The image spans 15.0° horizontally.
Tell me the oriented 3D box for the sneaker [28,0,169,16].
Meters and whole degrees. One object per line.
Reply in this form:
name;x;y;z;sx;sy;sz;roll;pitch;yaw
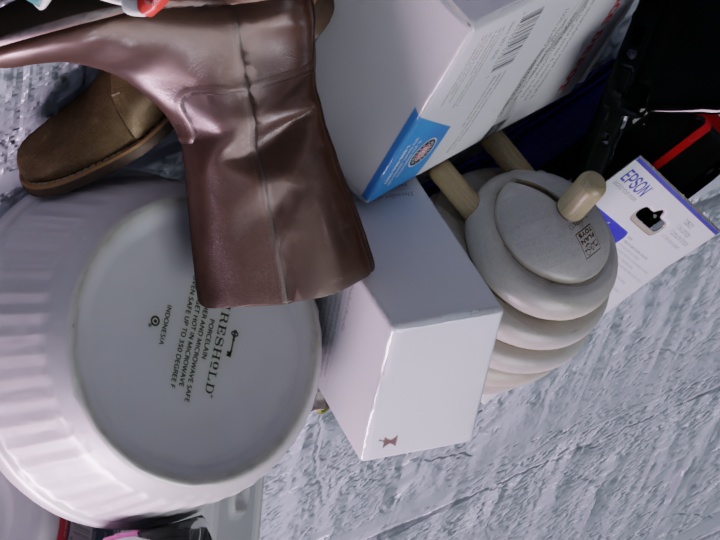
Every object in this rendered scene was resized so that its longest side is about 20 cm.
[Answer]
sneaker;-0.100;-0.161;1.337;0.199;0.093;0.070;-9;145;-41

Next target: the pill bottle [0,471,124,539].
pill bottle;-0.189;0.171;1.630;0.119;0.120;0.200;-37;151;8

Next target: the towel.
towel;0.108;-0.058;1.817;0.200;0.050;0.148;-31;161;-6

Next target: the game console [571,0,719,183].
game console;0.218;-0.141;1.598;0.176;0.116;0.200;104;9;-59

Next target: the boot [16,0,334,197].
boot;-0.116;-0.115;1.460;0.200;0.074;0.075;-34;123;16

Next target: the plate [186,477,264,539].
plate;-0.087;0.124;1.702;0.032;0.200;0.200;5;177;9

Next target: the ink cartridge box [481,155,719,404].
ink cartridge box;0.118;-0.001;1.759;0.200;0.047;0.198;-40;156;8

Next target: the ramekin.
ramekin;-0.112;0.040;1.485;0.202;0.203;0.094;-15;-177;-33

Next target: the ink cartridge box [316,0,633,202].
ink cartridge box;0.066;-0.142;1.524;0.200;0.084;0.145;-29;159;-45

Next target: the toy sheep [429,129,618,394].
toy sheep;0.083;-0.001;1.593;0.138;0.138;0.200;-16;159;-33

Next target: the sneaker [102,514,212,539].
sneaker;-0.119;0.214;1.543;0.080;0.086;0.200;-13;150;-27

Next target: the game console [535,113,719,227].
game console;0.147;-0.047;1.797;0.200;0.031;0.177;-38;156;11

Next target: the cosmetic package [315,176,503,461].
cosmetic package;0.000;0.000;1.537;0.071;0.200;0.102;-8;134;-23

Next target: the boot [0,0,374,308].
boot;-0.096;-0.056;1.413;0.186;0.064;0.200;-12;114;-2

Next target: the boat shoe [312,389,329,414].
boat shoe;-0.024;0.042;1.716;0.201;0.060;0.072;-53;143;-64
